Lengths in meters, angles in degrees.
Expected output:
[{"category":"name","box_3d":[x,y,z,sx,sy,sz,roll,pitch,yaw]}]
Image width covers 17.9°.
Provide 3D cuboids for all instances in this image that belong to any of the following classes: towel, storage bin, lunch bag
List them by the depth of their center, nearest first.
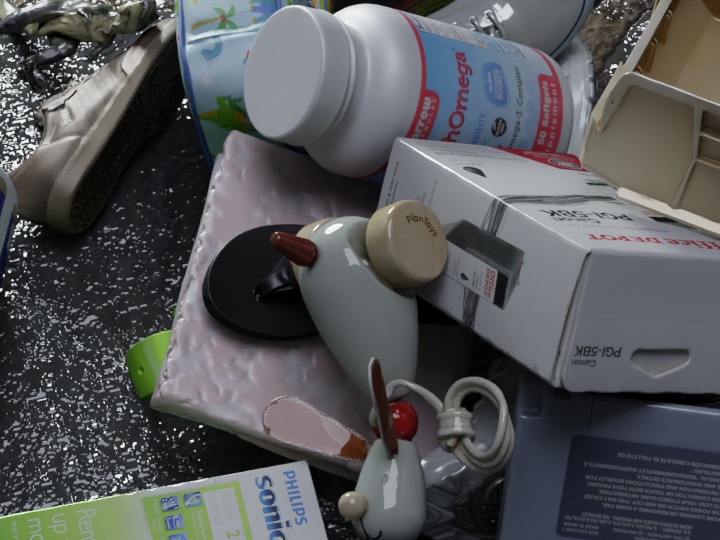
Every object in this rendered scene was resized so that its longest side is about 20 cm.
[{"category":"storage bin","box_3d":[0.254,-0.109,1.325,0.198,0.094,0.200,22,46,11]},{"category":"towel","box_3d":[-0.019,0.029,1.421,0.190,0.032,0.201,19,61,-10]},{"category":"lunch bag","box_3d":[-0.074,-0.150,1.547,0.082,0.161,0.201,-9,51,4]}]

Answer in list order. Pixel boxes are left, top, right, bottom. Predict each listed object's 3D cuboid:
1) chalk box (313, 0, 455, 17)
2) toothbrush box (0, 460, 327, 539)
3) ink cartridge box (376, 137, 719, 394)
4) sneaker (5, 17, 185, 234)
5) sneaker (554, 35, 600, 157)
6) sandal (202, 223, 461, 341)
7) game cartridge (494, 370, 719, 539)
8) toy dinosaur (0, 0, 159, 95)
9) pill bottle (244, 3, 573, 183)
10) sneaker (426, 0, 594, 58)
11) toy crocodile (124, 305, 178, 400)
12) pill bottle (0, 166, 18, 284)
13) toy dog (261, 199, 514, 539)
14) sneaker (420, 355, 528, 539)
[{"category":"chalk box","box_3d":[0.028,-0.253,1.599,0.124,0.201,0.124,-8,49,-7]},{"category":"toothbrush box","box_3d":[-0.111,0.204,1.286,0.199,0.086,0.146,-8,48,-9]},{"category":"ink cartridge box","box_3d":[0.120,-0.005,1.331,0.146,0.083,0.200,3,19,-35]},{"category":"sneaker","box_3d":[-0.183,-0.112,1.574,0.075,0.071,0.200,18,50,17]},{"category":"sneaker","box_3d":[0.122,-0.089,1.554,0.087,0.075,0.201,-3,46,10]},{"category":"sandal","box_3d":[0.000,0.000,1.397,0.199,0.045,0.075,-2,67,-20]},{"category":"game cartridge","box_3d":[0.181,0.132,1.316,0.199,0.134,0.042,7,26,0]},{"category":"toy dinosaur","box_3d":[-0.225,-0.170,1.621,0.199,0.048,0.088,13,42,41]},{"category":"pill bottle","box_3d":[0.030,-0.106,1.438,0.199,0.109,0.109,9,39,-38]},{"category":"sneaker","box_3d":[0.068,-0.147,1.549,0.199,0.071,0.073,-30,90,20]},{"category":"toy crocodile","box_3d":[-0.059,0.028,1.461,0.200,0.062,0.068,-31,80,-27]},{"category":"pill bottle","box_3d":[-0.286,0.019,1.428,0.115,0.116,0.201,3,48,3]},{"category":"toy dog","box_3d":[-0.006,0.048,1.288,0.096,0.132,0.201,6,54,-39]},{"category":"sneaker","box_3d":[0.095,0.099,1.395,0.199,0.078,0.099,-21,45,-29]}]
